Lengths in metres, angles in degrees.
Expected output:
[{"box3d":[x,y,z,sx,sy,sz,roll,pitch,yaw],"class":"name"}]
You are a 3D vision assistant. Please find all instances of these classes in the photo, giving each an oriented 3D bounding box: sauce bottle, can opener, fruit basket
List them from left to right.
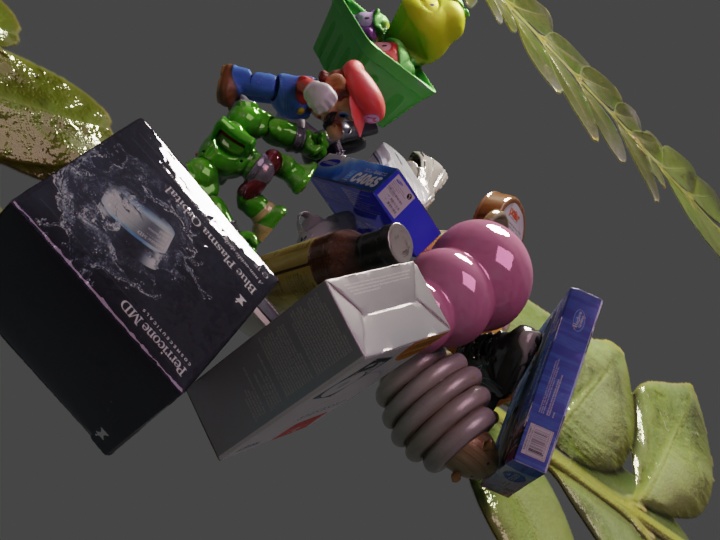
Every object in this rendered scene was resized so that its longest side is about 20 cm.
[{"box3d":[-0.034,-0.002,0.996,0.065,0.197,0.068,18,66,-46],"class":"sauce bottle"},{"box3d":[-0.026,-0.177,1.313,0.079,0.063,0.199,57,31,6],"class":"can opener"},{"box3d":[0.049,-0.330,1.398,0.154,0.215,0.219,29,39,-34],"class":"fruit basket"}]

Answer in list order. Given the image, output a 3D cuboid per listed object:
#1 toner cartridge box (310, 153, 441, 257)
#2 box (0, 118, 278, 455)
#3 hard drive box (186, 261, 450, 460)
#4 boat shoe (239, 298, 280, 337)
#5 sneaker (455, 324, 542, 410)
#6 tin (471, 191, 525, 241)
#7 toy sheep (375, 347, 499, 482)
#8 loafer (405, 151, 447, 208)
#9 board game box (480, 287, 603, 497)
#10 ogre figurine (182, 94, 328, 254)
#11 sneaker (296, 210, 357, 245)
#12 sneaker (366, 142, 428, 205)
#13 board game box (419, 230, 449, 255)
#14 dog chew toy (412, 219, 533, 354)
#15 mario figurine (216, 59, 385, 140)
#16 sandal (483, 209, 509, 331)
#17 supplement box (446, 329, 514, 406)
[{"box3d":[0.011,-0.080,1.160,0.096,0.043,0.199,55,-13,-24],"class":"toner cartridge box"},{"box3d":[-0.201,0.007,0.845,0.197,0.117,0.200,49,32,-8],"class":"box"},{"box3d":[-0.038,0.082,0.914,0.155,0.199,0.078,-11,68,-55],"class":"hard drive box"},{"box3d":[-0.136,-0.011,0.980,0.200,0.073,0.062,47,61,-5],"class":"boat shoe"},{"box3d":[0.148,0.109,1.145,0.079,0.201,0.076,35,63,6],"class":"sneaker"},{"box3d":[0.171,-0.006,1.329,0.112,0.041,0.204,36,72,-60],"class":"tin"},{"box3d":[0.082,0.146,1.094,0.200,0.139,0.137,48,29,17],"class":"toy sheep"},{"box3d":[0.070,-0.115,1.387,0.070,0.070,0.200,43,25,-5],"class":"loafer"},{"box3d":[0.203,0.145,1.126,0.043,0.200,0.203,21,70,6],"class":"board game box"},{"box3d":[-0.121,-0.110,1.076,0.120,0.098,0.201,41,75,-12],"class":"ogre figurine"},{"box3d":[0.000,0.000,1.165,0.198,0.075,0.117,21,46,-39],"class":"sneaker"},{"box3d":[0.038,-0.102,1.273,0.073,0.071,0.201,36,14,-15],"class":"sneaker"},{"box3d":[0.077,-0.037,1.293,0.198,0.094,0.031,-4,96,-56],"class":"board game box"},{"box3d":[0.100,0.025,1.073,0.198,0.124,0.126,-29,83,-40],"class":"dog chew toy"},{"box3d":[-0.068,-0.188,1.159,0.124,0.195,0.108,-68,161,-56],"class":"mario figurine"},{"box3d":[0.184,0.008,1.268,0.080,0.053,0.203,-45,138,-38],"class":"sandal"},{"box3d":[0.139,0.076,1.245,0.202,0.066,0.069,59,19,-22],"class":"supplement box"}]
